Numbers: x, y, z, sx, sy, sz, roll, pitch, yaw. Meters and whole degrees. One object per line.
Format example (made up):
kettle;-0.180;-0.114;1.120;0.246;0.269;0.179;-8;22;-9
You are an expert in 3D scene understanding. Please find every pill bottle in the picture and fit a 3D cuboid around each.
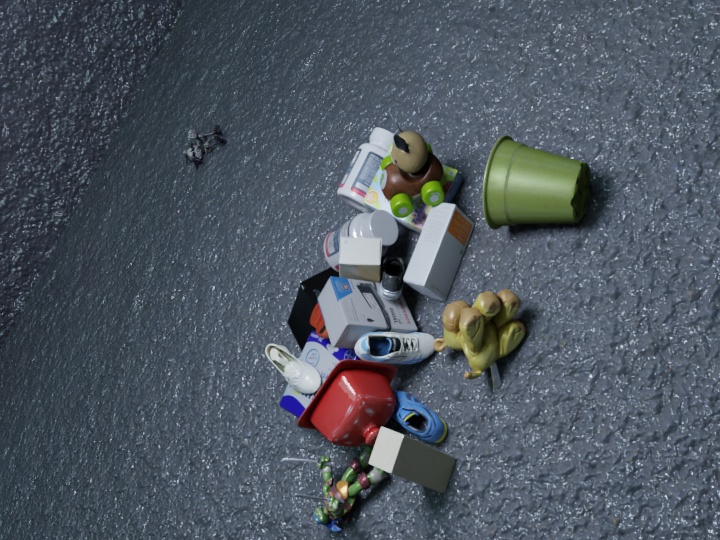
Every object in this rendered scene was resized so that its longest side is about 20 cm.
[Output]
pill bottle;0.032;-0.265;1.934;0.118;0.119;0.204;22;83;46
pill bottle;0.004;-0.075;1.830;0.198;0.117;0.123;-25;50;52

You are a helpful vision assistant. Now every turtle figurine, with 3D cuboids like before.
turtle figurine;-0.051;0.453;1.589;0.192;0.144;0.202;-37;88;-4

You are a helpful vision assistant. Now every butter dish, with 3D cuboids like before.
butter dish;-0.002;0.310;1.571;0.201;0.197;0.149;-55;49;19

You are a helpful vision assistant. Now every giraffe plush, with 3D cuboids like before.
giraffe plush;0.237;0.126;1.546;0.161;0.168;0.206;29;122;56

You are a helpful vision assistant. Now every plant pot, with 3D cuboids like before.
plant pot;0.384;-0.176;1.553;0.186;0.200;0.205;11;74;30

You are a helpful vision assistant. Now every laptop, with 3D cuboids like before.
laptop;-0.091;0.116;1.925;0.196;0.117;0.188;-27;46;-9

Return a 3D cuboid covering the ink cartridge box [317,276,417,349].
ink cartridge box;0.016;0.102;1.688;0.085;0.196;0.147;-57;40;35

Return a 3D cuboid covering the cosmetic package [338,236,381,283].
cosmetic package;0.000;0.000;1.758;0.102;0.201;0.073;2;63;3

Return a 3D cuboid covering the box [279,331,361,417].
box;-0.071;0.276;1.751;0.181;0.104;0.204;15;79;46

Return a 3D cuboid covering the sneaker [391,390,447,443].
sneaker;0.102;0.309;1.597;0.198;0.078;0.067;25;86;48

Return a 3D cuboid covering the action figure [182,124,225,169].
action figure;-0.580;-0.446;2.611;0.197;0.101;0.122;-27;63;26

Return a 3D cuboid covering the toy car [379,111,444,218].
toy car;0.097;-0.258;1.674;0.154;0.201;0.167;-20;49;11

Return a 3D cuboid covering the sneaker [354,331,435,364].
sneaker;0.085;0.170;1.616;0.072;0.194;0.074;153;114;-66

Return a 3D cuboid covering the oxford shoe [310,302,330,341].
oxford shoe;-0.074;0.125;1.778;0.072;0.072;0.201;-55;20;13

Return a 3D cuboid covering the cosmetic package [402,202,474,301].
cosmetic package;0.184;-0.045;1.700;0.070;0.101;0.205;13;77;43

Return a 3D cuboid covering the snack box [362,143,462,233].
snack box;0.128;-0.197;1.813;0.197;0.068;0.172;24;84;25

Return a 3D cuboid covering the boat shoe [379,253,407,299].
boat shoe;0.083;0.001;1.736;0.201;0.067;0.058;-77;-2;-64

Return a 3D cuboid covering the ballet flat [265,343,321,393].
ballet flat;-0.170;0.232;1.744;0.199;0.069;0.070;31;89;48

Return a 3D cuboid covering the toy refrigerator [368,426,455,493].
toy refrigerator;0.105;0.381;1.465;0.069;0.199;0.078;10;74;43
